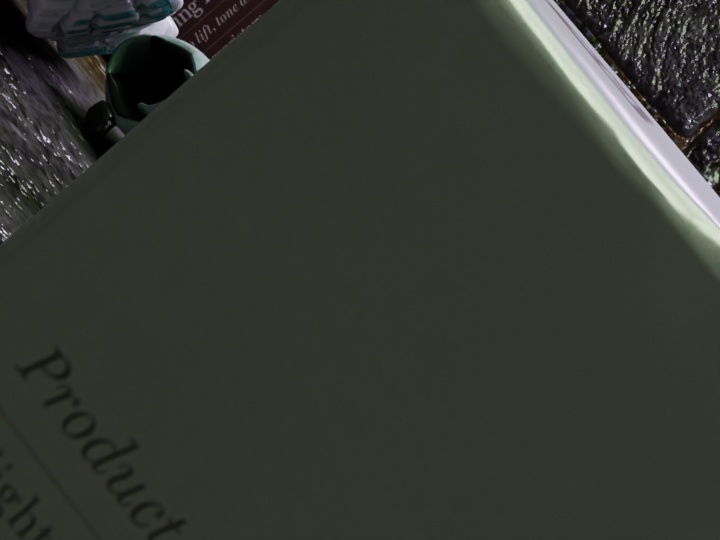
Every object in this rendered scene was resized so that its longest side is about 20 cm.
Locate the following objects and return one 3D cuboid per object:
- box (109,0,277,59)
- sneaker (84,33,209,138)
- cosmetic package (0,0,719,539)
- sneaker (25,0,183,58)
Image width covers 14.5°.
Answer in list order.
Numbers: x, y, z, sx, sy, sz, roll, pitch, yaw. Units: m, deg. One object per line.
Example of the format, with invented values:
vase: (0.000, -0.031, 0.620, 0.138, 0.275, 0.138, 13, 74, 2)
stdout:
box: (-0.075, -0.178, 1.662, 0.200, 0.166, 0.164, 51, 6, 8)
sneaker: (-0.056, -0.031, 1.343, 0.200, 0.074, 0.118, 47, 0, 33)
cosmetic package: (-0.005, 0.074, 0.437, 0.165, 0.200, 0.165, 51, 6, 4)
sneaker: (-0.129, -0.157, 1.363, 0.200, 0.077, 0.092, 162, -82, -83)
